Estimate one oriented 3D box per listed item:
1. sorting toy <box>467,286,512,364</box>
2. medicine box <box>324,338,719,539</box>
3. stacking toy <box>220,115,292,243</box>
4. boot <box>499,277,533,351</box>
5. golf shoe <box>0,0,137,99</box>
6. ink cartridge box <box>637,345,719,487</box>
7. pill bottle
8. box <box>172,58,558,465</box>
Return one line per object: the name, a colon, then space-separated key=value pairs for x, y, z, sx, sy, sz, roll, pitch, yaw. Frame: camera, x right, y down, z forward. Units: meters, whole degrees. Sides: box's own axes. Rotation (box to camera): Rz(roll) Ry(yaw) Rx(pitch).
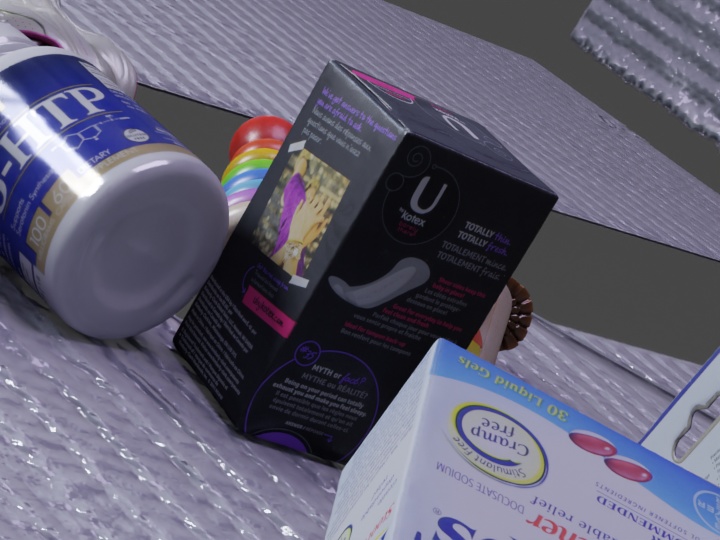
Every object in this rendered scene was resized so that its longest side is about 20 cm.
sorting toy: x=0.039 y=-0.006 z=1.531 sx=0.200 sy=0.036 sz=0.185 roll=55 pitch=26 yaw=-17
medicine box: x=0.076 y=0.157 z=1.051 sx=0.182 sy=0.103 sz=0.200 roll=28 pitch=32 yaw=-8
stacking toy: x=-0.063 y=-0.049 z=1.554 sx=0.085 sy=0.085 sz=0.200 roll=27 pitch=26 yaw=-14
boot: x=0.014 y=0.007 z=1.659 sx=0.200 sy=0.075 sz=0.107 roll=20 pitch=0 yaw=-26
golf shoe: x=-0.254 y=-0.176 z=1.707 sx=0.200 sy=0.075 sz=0.091 roll=36 pitch=18 yaw=24
ink cartridge box: x=0.198 y=0.139 z=1.140 sx=0.043 sy=0.197 sz=0.200 roll=10 pitch=48 yaw=-22
pill bottle: x=-0.178 y=-0.061 z=1.354 sx=0.120 sy=0.120 sz=0.200 roll=14 pitch=21 yaw=-50
box: x=0.000 y=0.000 z=1.344 sx=0.122 sy=0.200 sz=0.106 roll=21 pitch=17 yaw=-36
